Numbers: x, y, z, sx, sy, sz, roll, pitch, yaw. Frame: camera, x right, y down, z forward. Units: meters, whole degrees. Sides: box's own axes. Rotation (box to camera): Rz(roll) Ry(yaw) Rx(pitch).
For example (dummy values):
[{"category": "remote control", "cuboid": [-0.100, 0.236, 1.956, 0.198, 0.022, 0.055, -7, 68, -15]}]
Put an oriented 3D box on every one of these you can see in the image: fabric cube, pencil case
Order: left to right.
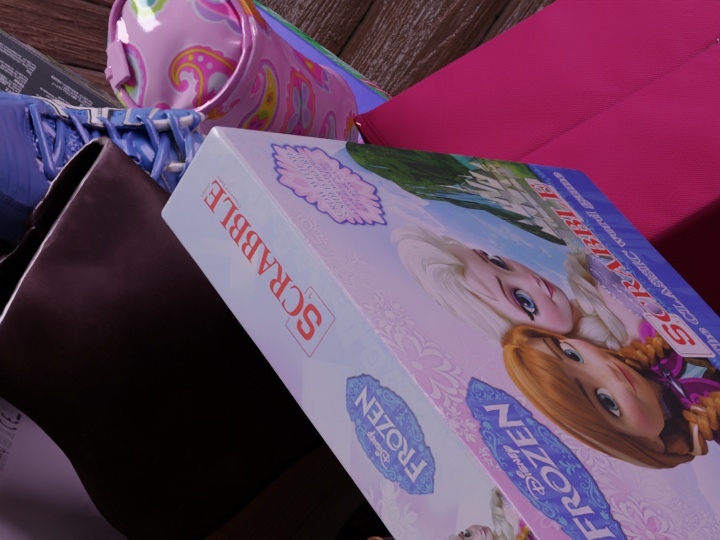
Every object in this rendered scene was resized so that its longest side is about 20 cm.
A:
[{"category": "pencil case", "cuboid": [-0.062, -0.092, 0.896, 0.087, 0.088, 0.200, 38, 2, 17]}, {"category": "fabric cube", "cuboid": [0.146, -0.013, 0.875, 0.200, 0.199, 0.197, 57, -4, 49]}]

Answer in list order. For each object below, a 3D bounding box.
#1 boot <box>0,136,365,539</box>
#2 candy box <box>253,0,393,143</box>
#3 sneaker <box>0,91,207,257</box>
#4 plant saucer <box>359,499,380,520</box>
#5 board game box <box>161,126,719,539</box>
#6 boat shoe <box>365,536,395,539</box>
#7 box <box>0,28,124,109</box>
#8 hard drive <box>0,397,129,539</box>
[{"category": "boot", "cuboid": [-0.038, 0.008, 0.624, 0.072, 0.200, 0.166, 0, -42, 47]}, {"category": "candy box", "cuboid": [-0.052, -0.070, 1.184, 0.200, 0.169, 0.077, 38, 6, 16]}, {"category": "sneaker", "cuboid": [-0.098, -0.038, 0.649, 0.200, 0.077, 0.076, 16, 44, -58]}, {"category": "plant saucer", "cuboid": [0.071, 0.141, 0.872, 0.200, 0.032, 0.200, 27, -6, 3]}, {"category": "board game box", "cuboid": [0.063, 0.036, 0.567, 0.199, 0.041, 0.200, 2, 40, -47]}, {"category": "boat shoe", "cuboid": [0.019, 0.149, 0.716, 0.072, 0.072, 0.200, 23, 5, 23]}, {"category": "box", "cuboid": [-0.114, -0.054, 0.935, 0.200, 0.044, 0.160, 33, 2, 7]}, {"category": "hard drive", "cuboid": [-0.107, 0.097, 0.641, 0.200, 0.026, 0.132, 33, 10, -12]}]
